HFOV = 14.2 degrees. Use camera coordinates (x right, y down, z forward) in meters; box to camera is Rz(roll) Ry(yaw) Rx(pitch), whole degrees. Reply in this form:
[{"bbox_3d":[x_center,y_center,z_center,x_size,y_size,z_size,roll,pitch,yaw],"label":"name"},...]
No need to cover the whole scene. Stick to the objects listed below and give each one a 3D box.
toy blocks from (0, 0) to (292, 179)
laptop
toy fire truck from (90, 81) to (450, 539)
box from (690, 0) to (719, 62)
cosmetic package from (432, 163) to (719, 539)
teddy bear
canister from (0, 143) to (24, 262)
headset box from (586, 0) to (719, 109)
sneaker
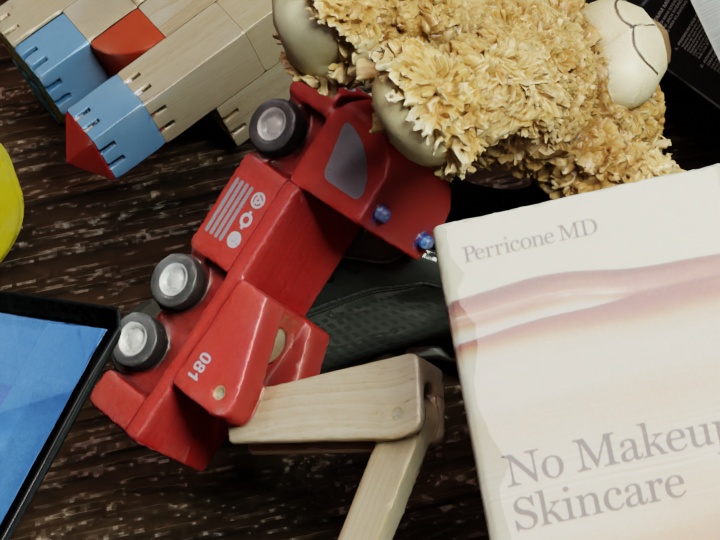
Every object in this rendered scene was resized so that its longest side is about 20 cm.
[{"bbox_3d":[-0.090,-0.111,1.218,0.136,0.100,0.200,-36,48,-7],"label":"toy blocks"},{"bbox_3d":[-0.207,0.056,0.937,0.177,0.104,0.200,6,4,37],"label":"laptop"},{"bbox_3d":[-0.019,0.044,0.998,0.141,0.049,0.201,35,93,36],"label":"toy fire truck"},{"bbox_3d":[0.199,-0.112,1.041,0.158,0.201,0.048,-25,0,10],"label":"box"},{"bbox_3d":[0.092,0.080,0.921,0.103,0.087,0.201,-14,69,6],"label":"cosmetic package"},{"bbox_3d":[0.049,-0.070,0.989,0.145,0.199,0.067,46,112,45],"label":"teddy bear"},{"bbox_3d":[-0.248,-0.050,1.189,0.148,0.087,0.200,-35,50,-20],"label":"canister"},{"bbox_3d":[0.144,-0.156,1.158,0.200,0.077,0.149,40,100,41],"label":"headset box"},{"bbox_3d":[0.000,0.000,1.074,0.199,0.091,0.067,-7,44,7],"label":"sneaker"}]
